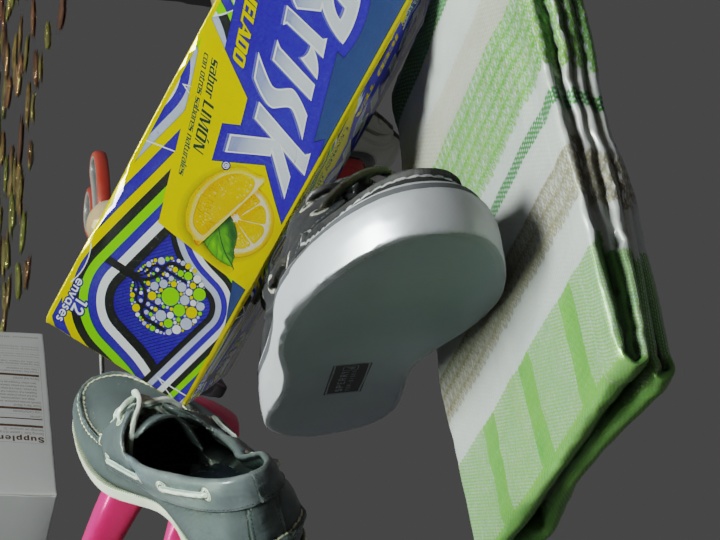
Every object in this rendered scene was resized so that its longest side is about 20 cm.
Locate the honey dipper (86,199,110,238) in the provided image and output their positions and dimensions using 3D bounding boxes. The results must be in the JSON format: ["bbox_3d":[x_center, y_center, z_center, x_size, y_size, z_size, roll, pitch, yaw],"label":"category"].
[{"bbox_3d":[-0.055,-0.092,0.836,0.200,0.038,0.038,-53,23,7],"label":"honey dipper"}]

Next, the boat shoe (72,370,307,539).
[{"bbox_3d":[-0.089,0.085,0.969,0.200,0.073,0.062,35,142,52],"label":"boat shoe"}]

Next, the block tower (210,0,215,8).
[{"bbox_3d":[-0.043,-0.155,0.943,0.200,0.054,0.058,-106,25,-46],"label":"block tower"}]

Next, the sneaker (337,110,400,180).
[{"bbox_3d":[-0.054,-0.026,0.863,0.085,0.077,0.200,-53,4,-22],"label":"sneaker"}]

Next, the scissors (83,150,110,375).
[{"bbox_3d":[-0.201,-0.002,1.518,0.073,0.014,0.200,115,154,-47],"label":"scissors"}]

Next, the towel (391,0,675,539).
[{"bbox_3d":[0.053,-0.019,0.653,0.149,0.031,0.200,113,152,-55],"label":"towel"}]

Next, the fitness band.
[{"bbox_3d":[-0.119,0.139,1.105,0.144,0.037,0.200,-70,15,-12],"label":"fitness band"}]

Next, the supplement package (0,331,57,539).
[{"bbox_3d":[-0.349,0.166,1.805,0.200,0.120,0.121,-104,25,-44],"label":"supplement package"}]

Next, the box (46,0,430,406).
[{"bbox_3d":[-0.036,-0.054,0.732,0.200,0.064,0.070,-61,-5,11],"label":"box"}]

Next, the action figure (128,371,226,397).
[{"bbox_3d":[-0.083,-0.039,1.031,0.130,0.069,0.200,102,179,-57],"label":"action figure"}]

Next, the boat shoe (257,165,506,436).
[{"bbox_3d":[0.000,0.000,0.678,0.200,0.070,0.066,111,153,-68],"label":"boat shoe"}]

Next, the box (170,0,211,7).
[{"bbox_3d":[-0.142,-0.261,1.125,0.107,0.148,0.200,-179,92,-73],"label":"box"}]
